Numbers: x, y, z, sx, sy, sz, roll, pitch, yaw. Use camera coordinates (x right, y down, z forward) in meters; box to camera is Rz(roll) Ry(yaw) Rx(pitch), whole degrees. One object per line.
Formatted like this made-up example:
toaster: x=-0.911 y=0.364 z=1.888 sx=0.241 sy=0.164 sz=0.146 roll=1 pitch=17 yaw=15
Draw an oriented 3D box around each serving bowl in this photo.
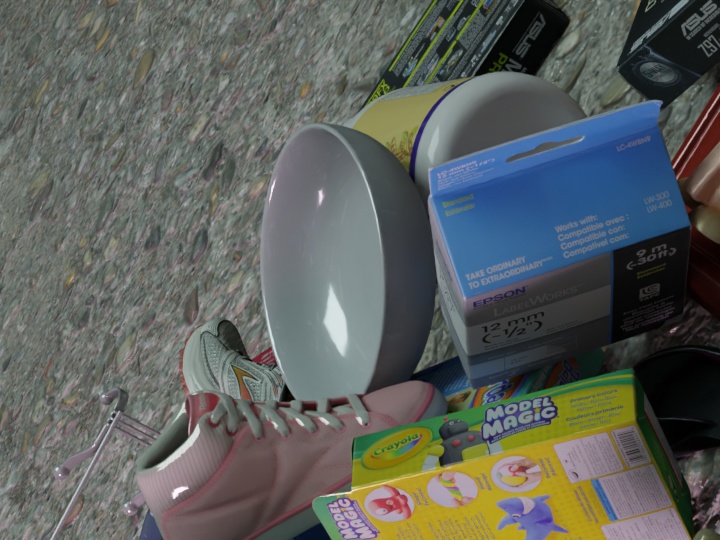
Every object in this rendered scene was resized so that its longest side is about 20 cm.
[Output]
serving bowl: x=0.000 y=0.000 z=1.695 sx=0.200 sy=0.066 sz=0.201 roll=14 pitch=105 yaw=63

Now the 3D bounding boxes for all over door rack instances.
over door rack: x=-0.181 y=0.212 z=1.984 sx=0.067 sy=0.148 sz=0.200 roll=-8 pitch=56 yaw=60

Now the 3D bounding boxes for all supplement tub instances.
supplement tub: x=0.065 y=-0.062 z=1.789 sx=0.200 sy=0.145 sz=0.146 roll=-3 pitch=61 yaw=64

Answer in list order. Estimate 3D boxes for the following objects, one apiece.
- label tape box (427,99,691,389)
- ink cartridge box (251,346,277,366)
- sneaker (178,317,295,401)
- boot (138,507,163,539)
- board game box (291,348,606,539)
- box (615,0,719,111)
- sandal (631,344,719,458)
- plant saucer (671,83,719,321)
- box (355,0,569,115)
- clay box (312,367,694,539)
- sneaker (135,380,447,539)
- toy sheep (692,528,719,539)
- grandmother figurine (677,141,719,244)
label tape box: x=0.119 y=-0.013 z=1.501 sx=0.200 sy=0.143 sz=0.066 roll=81 pitch=171 yaw=-66
ink cartridge box: x=-0.071 y=0.165 z=1.893 sx=0.148 sy=0.086 sz=0.200 roll=-33 pitch=35 yaw=47
sneaker: x=-0.064 y=0.099 z=1.792 sx=0.082 sy=0.078 sz=0.200 roll=-41 pitch=44 yaw=8
boot: x=-0.110 y=0.248 z=1.790 sx=0.097 sy=0.075 sz=0.200 roll=33 pitch=130 yaw=38
board game box: x=0.049 y=0.111 z=1.636 sx=0.200 sy=0.045 sz=0.152 roll=-24 pitch=18 yaw=35
box: x=0.259 y=-0.213 z=1.640 sx=0.200 sy=0.044 sz=0.160 roll=-42 pitch=14 yaw=39
sandal: x=0.196 y=0.071 z=1.492 sx=0.200 sy=0.048 sz=0.075 roll=-11 pitch=54 yaw=60
plant saucer: x=0.252 y=-0.069 z=1.550 sx=0.200 sy=0.037 sz=0.200 roll=-58 pitch=23 yaw=7
box: x=0.072 y=-0.152 z=2.004 sx=0.200 sy=0.044 sz=0.160 roll=-56 pitch=23 yaw=12
clay box: x=0.082 y=0.131 z=1.467 sx=0.200 sy=0.115 sz=0.048 roll=-14 pitch=41 yaw=17
sneaker: x=-0.049 y=0.104 z=1.578 sx=0.200 sy=0.105 sz=0.075 roll=-32 pitch=15 yaw=-1
toy sheep: x=0.136 y=0.223 z=1.348 sx=0.200 sy=0.138 sz=0.138 roll=-49 pitch=22 yaw=-6
grandmother figurine: x=0.259 y=-0.106 z=1.462 sx=0.200 sy=0.060 sz=0.121 roll=-57 pitch=32 yaw=17
